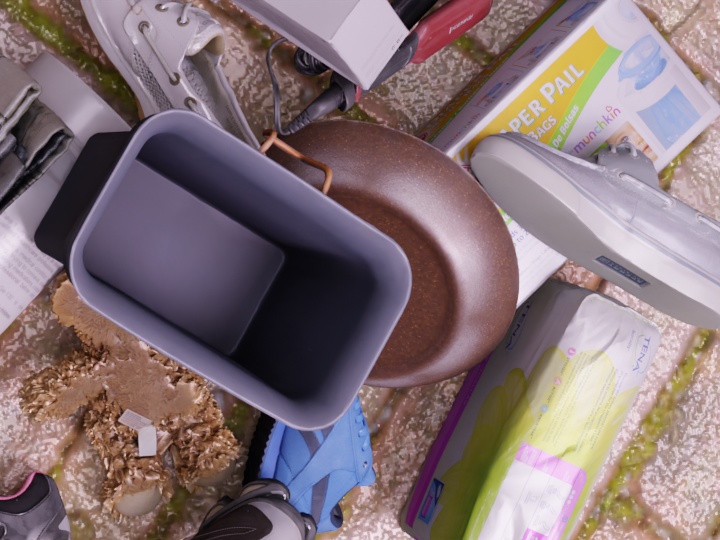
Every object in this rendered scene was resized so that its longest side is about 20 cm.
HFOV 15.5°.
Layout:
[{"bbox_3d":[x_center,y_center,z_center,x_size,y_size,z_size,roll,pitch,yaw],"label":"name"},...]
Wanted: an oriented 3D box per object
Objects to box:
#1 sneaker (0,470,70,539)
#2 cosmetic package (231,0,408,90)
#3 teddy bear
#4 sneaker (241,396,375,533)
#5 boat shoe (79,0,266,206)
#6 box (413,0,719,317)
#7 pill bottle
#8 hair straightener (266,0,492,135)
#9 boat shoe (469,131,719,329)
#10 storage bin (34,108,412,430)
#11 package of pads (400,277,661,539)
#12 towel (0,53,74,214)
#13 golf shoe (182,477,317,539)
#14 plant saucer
[{"bbox_3d":[-0.275,0.174,1.672,0.200,0.079,0.096,-8,76,-14],"label":"sneaker"},{"bbox_3d":[-0.068,-0.192,1.617,0.200,0.083,0.051,35,87,23],"label":"cosmetic package"},{"bbox_3d":[-0.142,0.068,1.685,0.145,0.067,0.200,-34,119,2],"label":"teddy bear"},{"bbox_3d":[-0.021,0.091,1.684,0.078,0.066,0.200,10,129,-9],"label":"sneaker"},{"bbox_3d":[-0.114,-0.138,1.650,0.069,0.071,0.200,-27,89,28],"label":"boat shoe"},{"bbox_3d":[0.116,-0.079,1.718,0.200,0.101,0.113,-44,104,-6],"label":"box"},{"bbox_3d":[-0.231,-0.033,1.630,0.114,0.114,0.200,44,84,-14],"label":"pill bottle"},{"bbox_3d":[0.001,-0.146,1.675,0.077,0.041,0.200,31,51,21],"label":"hair straightener"},{"bbox_3d":[0.160,-0.040,1.653,0.201,0.070,0.072,32,70,-16],"label":"boat shoe"},{"bbox_3d":[-0.089,-0.015,1.561,0.200,0.134,0.146,32,83,-27],"label":"storage bin"},{"bbox_3d":[0.108,0.103,1.707,0.068,0.154,0.200,25,89,-15],"label":"package of pads"},{"bbox_3d":[-0.285,-0.064,1.582,0.193,0.200,0.035,-46,138,-5],"label":"towel"},{"bbox_3d":[-0.114,0.214,1.671,0.078,0.095,0.200,40,114,-8],"label":"golf shoe"},{"bbox_3d":[0.000,0.000,1.666,0.200,0.037,0.201,10,126,14],"label":"plant saucer"}]
